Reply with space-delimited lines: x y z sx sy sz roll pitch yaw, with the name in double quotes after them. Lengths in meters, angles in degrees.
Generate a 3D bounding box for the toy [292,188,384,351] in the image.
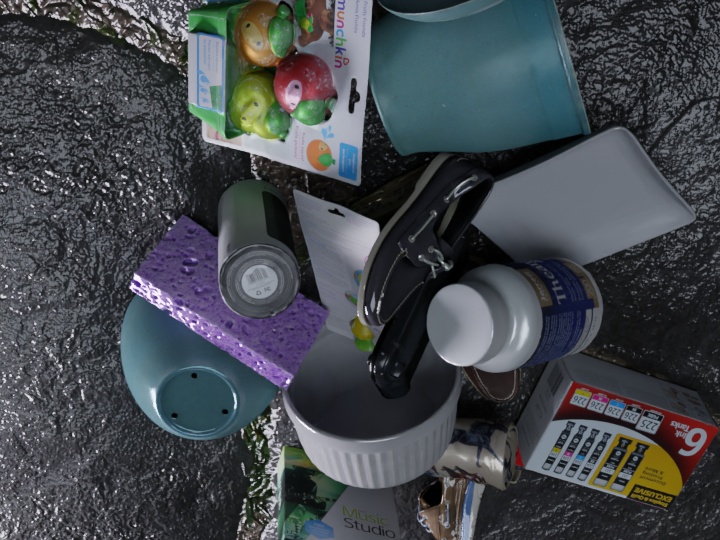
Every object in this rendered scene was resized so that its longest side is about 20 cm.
0.000 0.000 1.172 0.115 0.047 0.201 22 138 33 "toy"

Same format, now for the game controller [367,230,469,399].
0.063 0.037 1.158 0.042 0.201 0.104 22 160 15 "game controller"

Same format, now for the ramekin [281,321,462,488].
0.015 0.149 1.236 0.199 0.201 0.106 -7 130 0 "ramekin"

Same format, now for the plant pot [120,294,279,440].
-0.177 0.111 1.237 0.199 0.135 0.201 -1 116 -2 "plant pot"

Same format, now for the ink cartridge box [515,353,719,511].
0.297 0.210 1.340 0.199 0.084 0.176 17 114 -12 "ink cartridge box"

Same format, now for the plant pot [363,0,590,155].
0.107 -0.202 1.077 0.187 0.200 0.201 -16 116 13 "plant pot"

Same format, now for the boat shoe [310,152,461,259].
0.034 -0.059 1.214 0.199 0.063 0.073 -26 130 13 "boat shoe"

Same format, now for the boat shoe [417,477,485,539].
0.109 0.296 1.385 0.072 0.072 0.201 10 105 -3 "boat shoe"

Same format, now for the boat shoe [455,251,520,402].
0.142 0.078 1.273 0.072 0.072 0.201 -15 116 4 "boat shoe"

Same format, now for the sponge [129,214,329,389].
-0.137 0.033 1.188 0.199 0.112 0.030 33 133 -1 "sponge"

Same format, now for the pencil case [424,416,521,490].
0.089 0.211 1.303 0.199 0.078 0.090 4 141 14 "pencil case"

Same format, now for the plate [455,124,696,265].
0.227 -0.073 1.173 0.199 0.033 0.199 -23 141 28 "plate"

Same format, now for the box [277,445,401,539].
-0.026 0.287 1.296 0.143 0.200 0.037 16 110 -11 "box"

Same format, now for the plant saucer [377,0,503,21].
0.106 -0.286 0.996 0.199 0.201 0.027 -28 127 11 "plant saucer"

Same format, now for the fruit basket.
-0.081 -0.190 1.076 0.199 0.094 0.186 23 122 32 "fruit basket"

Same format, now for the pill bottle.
0.160 0.046 1.158 0.199 0.111 0.111 -6 127 -49 "pill bottle"

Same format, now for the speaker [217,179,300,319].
-0.108 -0.027 1.138 0.081 0.200 0.082 -3 112 -6 "speaker"

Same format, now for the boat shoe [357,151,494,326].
0.065 -0.028 1.086 0.201 0.062 0.073 -59 149 -17 "boat shoe"
